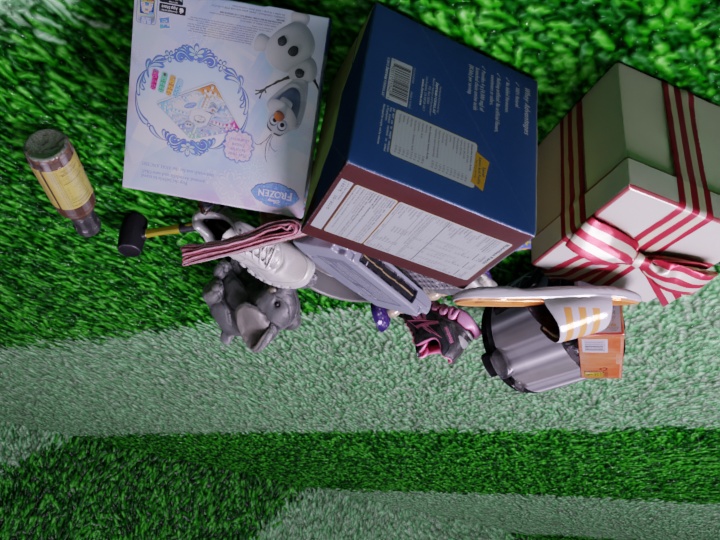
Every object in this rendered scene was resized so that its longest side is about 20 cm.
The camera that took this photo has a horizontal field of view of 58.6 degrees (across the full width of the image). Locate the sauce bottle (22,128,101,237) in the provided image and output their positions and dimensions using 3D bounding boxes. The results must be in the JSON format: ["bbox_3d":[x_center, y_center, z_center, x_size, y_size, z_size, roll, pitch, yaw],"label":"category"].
[{"bbox_3d":[-0.429,-0.120,0.942,0.063,0.066,0.201,10,150,-1],"label":"sauce bottle"}]

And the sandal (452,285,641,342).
[{"bbox_3d":[0.203,0.050,0.712,0.201,0.061,0.079,-1,173,4],"label":"sandal"}]

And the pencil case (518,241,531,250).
[{"bbox_3d":[0.186,-0.056,0.864,0.197,0.078,0.088,-15,114,35],"label":"pencil case"}]

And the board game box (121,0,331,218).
[{"bbox_3d":[-0.140,-0.172,0.670,0.195,0.204,0.043,10,-166,-1],"label":"board game box"}]

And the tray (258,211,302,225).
[{"bbox_3d":[-0.080,-0.078,0.820,0.096,0.038,0.200,-12,-177,-8],"label":"tray"}]

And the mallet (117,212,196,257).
[{"bbox_3d":[-0.291,-0.074,1.018,0.196,0.067,0.041,-13,148,8],"label":"mallet"}]

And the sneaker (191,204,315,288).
[{"bbox_3d":[-0.160,-0.033,0.939,0.197,0.076,0.081,26,179,5],"label":"sneaker"}]

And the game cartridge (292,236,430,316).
[{"bbox_3d":[0.000,0.000,0.927,0.132,0.041,0.199,7,156,48],"label":"game cartridge"}]

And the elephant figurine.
[{"bbox_3d":[-0.154,0.062,1.046,0.197,0.143,0.156,21,157,31],"label":"elephant figurine"}]

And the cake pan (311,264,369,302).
[{"bbox_3d":[-0.016,-0.012,1.037,0.195,0.037,0.202,7,150,4],"label":"cake pan"}]

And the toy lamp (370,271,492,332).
[{"bbox_3d":[0.113,0.037,1.025,0.196,0.059,0.058,-22,143,13],"label":"toy lamp"}]

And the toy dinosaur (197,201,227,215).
[{"bbox_3d":[-0.146,-0.114,0.855,0.196,0.108,0.181,12,168,-23],"label":"toy dinosaur"}]

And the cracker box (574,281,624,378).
[{"bbox_3d":[0.309,0.021,0.840,0.056,0.204,0.135,-2,149,20],"label":"cracker box"}]

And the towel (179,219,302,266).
[{"bbox_3d":[-0.111,-0.041,0.771,0.141,0.023,0.200,-13,-176,12],"label":"towel"}]

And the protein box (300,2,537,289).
[{"bbox_3d":[0.065,-0.121,0.667,0.196,0.202,0.135,19,150,-17],"label":"protein box"}]

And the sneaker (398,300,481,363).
[{"bbox_3d":[0.106,0.096,1.079,0.198,0.096,0.079,20,163,51],"label":"sneaker"}]

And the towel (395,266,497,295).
[{"bbox_3d":[0.064,-0.014,0.882,0.198,0.035,0.191,34,160,-30],"label":"towel"}]

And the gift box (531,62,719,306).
[{"bbox_3d":[0.297,-0.070,0.705,0.181,0.190,0.201,14,149,-9],"label":"gift box"}]

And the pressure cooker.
[{"bbox_3d":[0.284,0.098,1.000,0.173,0.182,0.199,22,147,-28],"label":"pressure cooker"}]
